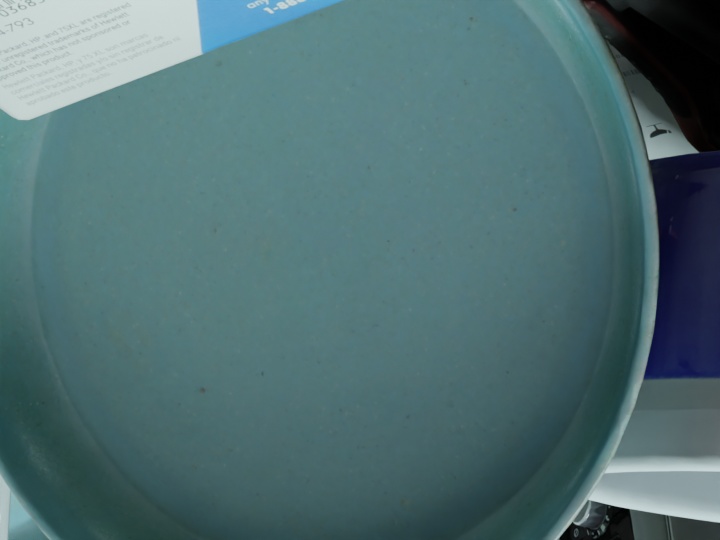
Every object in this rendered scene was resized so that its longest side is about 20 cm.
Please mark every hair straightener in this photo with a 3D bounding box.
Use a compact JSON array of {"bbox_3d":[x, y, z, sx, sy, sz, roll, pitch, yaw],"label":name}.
[{"bbox_3d":[0.105,-0.069,0.756,0.077,0.041,0.200,-18,143,28],"label":"hair straightener"}]

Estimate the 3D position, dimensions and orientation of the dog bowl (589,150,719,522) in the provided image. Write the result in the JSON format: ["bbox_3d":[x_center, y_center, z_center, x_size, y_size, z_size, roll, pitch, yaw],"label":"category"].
[{"bbox_3d":[0.149,0.026,0.760,0.200,0.079,0.200,5,172,1],"label":"dog bowl"}]

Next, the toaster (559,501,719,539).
[{"bbox_3d":[0.148,0.142,1.132,0.200,0.119,0.181,12,150,-24],"label":"toaster"}]

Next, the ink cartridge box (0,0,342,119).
[{"bbox_3d":[-0.084,-0.117,0.598,0.116,0.067,0.200,-18,147,25],"label":"ink cartridge box"}]

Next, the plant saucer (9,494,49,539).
[{"bbox_3d":[-0.174,0.043,0.973,0.200,0.027,0.200,9,138,8],"label":"plant saucer"}]

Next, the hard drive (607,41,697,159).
[{"bbox_3d":[0.087,-0.073,0.817,0.140,0.038,0.200,-12,151,20],"label":"hard drive"}]

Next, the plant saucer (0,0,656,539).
[{"bbox_3d":[-0.016,-0.006,0.724,0.200,0.200,0.027,-18,175,27],"label":"plant saucer"}]

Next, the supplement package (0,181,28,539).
[{"bbox_3d":[-0.201,0.029,0.832,0.200,0.111,0.156,2,108,-10],"label":"supplement package"}]
